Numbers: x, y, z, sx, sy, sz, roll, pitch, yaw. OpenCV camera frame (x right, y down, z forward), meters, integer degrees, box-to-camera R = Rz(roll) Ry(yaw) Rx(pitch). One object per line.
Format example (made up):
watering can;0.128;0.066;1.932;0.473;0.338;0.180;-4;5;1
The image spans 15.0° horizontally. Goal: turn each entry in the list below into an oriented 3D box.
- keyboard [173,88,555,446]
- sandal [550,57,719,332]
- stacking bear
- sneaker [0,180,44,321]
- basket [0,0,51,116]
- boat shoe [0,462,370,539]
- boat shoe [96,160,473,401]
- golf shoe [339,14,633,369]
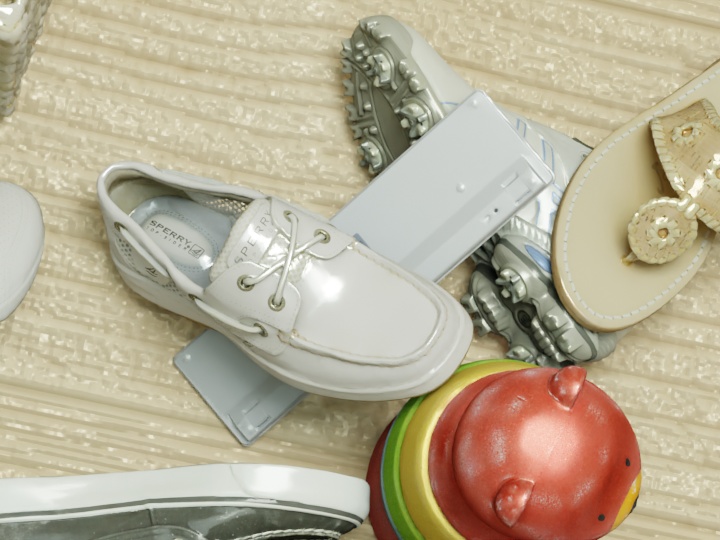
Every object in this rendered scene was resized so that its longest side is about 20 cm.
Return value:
keyboard;0.000;0.000;1.282;0.200;0.011;0.056;-41;81;13
sandal;0.170;-0.059;1.297;0.078;0.070;0.212;48;58;-4
stacking bear;0.069;0.091;1.219;0.114;0.200;0.122;33;77;-1
sneaker;-0.215;0.000;1.224;0.070;0.080;0.200;19;37;31
basket;-0.220;-0.188;1.233;0.199;0.198;0.161;19;79;-5
boat shoe;-0.094;0.127;1.258;0.199;0.071;0.064;-4;74;-1
boat shoe;-0.043;0.001;1.241;0.200;0.069;0.071;19;66;30
golf shoe;0.069;-0.046;1.323;0.097;0.078;0.200;-34;91;-30
